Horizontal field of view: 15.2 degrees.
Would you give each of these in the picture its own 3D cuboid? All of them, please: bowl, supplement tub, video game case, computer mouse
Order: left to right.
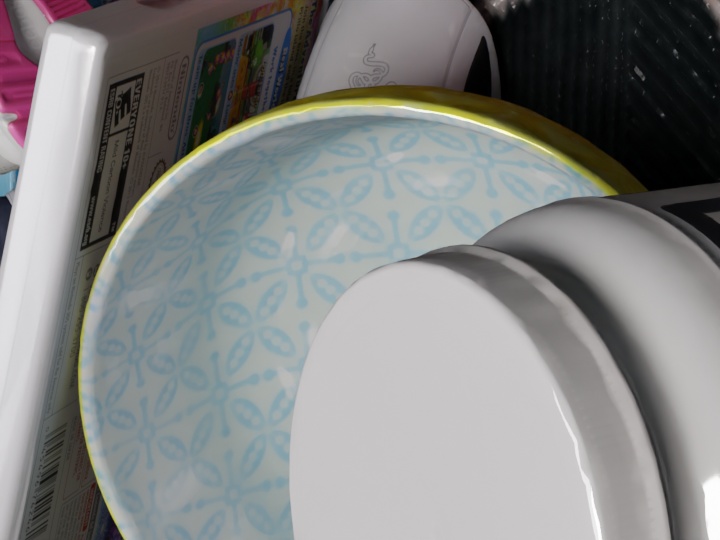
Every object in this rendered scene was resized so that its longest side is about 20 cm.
[{"bbox_3d":[-0.070,0.003,0.870,0.024,0.182,0.200,19,110,16],"label":"video game case"},{"bbox_3d":[0.000,0.000,0.908,0.110,0.044,0.200,11,107,23],"label":"computer mouse"},{"bbox_3d":[0.026,0.028,0.825,0.200,0.108,0.200,6,111,16],"label":"bowl"},{"bbox_3d":[0.098,0.047,0.656,0.140,0.200,0.141,17,111,54],"label":"supplement tub"}]

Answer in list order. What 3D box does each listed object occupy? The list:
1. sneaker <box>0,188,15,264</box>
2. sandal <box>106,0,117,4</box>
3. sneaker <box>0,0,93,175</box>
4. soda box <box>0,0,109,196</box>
[{"bbox_3d":[-0.108,0.056,1.024,0.070,0.108,0.200,-143,40,-64],"label":"sneaker"},{"bbox_3d":[-0.048,-0.048,0.992,0.203,0.050,0.083,38,129,44],"label":"sandal"},{"bbox_3d":[-0.163,-0.121,1.010,0.088,0.081,0.200,-26,79,44],"label":"sneaker"},{"bbox_3d":[-0.129,-0.096,1.093,0.068,0.064,0.200,23,115,52],"label":"soda box"}]
